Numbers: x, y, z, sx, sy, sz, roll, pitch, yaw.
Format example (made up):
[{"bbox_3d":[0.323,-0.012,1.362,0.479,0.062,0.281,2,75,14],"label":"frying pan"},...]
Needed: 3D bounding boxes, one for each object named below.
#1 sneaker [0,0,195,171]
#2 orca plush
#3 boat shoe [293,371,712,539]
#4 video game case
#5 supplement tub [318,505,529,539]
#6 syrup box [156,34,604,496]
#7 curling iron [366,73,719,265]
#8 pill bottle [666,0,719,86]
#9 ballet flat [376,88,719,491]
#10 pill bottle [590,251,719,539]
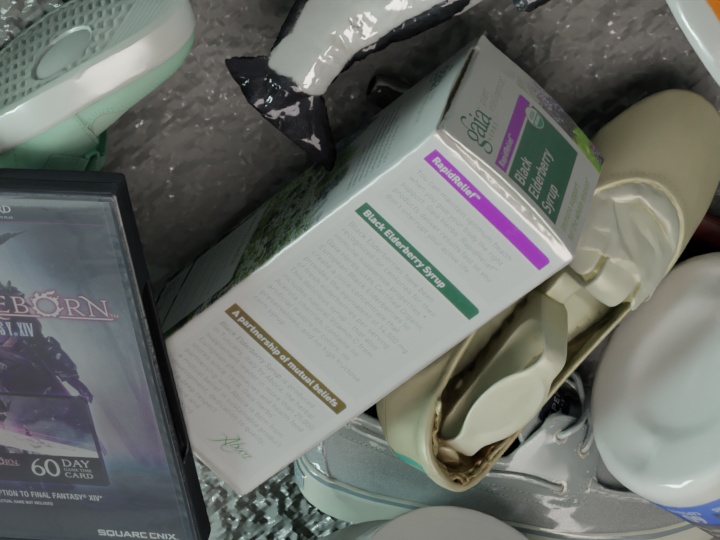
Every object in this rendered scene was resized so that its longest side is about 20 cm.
[{"bbox_3d":[-0.115,-0.032,1.217,0.200,0.074,0.118,-34,115,27],"label":"sneaker"},{"bbox_3d":[0.045,-0.122,1.179,0.200,0.105,0.071,-55,154,6],"label":"orca plush"},{"bbox_3d":[0.073,0.080,1.320,0.200,0.070,0.072,6,129,-7],"label":"boat shoe"},{"bbox_3d":[-0.147,0.038,1.217,0.143,0.019,0.200,2,133,14],"label":"video game case"},{"bbox_3d":[-0.001,0.196,1.308,0.144,0.145,0.200,22,145,-20],"label":"supplement tub"},{"bbox_3d":[0.000,0.000,1.219,0.081,0.079,0.200,44,123,-15],"label":"syrup box"},{"bbox_3d":[0.088,-0.033,1.271,0.200,0.026,0.050,27,115,-23],"label":"curling iron"},{"bbox_3d":[0.220,-0.143,1.160,0.200,0.114,0.114,-34,122,15],"label":"pill bottle"},{"bbox_3d":[0.086,0.013,1.240,0.069,0.069,0.200,34,104,-26],"label":"ballet flat"},{"bbox_3d":[0.203,0.079,1.296,0.200,0.114,0.114,29,117,-38],"label":"pill bottle"}]
